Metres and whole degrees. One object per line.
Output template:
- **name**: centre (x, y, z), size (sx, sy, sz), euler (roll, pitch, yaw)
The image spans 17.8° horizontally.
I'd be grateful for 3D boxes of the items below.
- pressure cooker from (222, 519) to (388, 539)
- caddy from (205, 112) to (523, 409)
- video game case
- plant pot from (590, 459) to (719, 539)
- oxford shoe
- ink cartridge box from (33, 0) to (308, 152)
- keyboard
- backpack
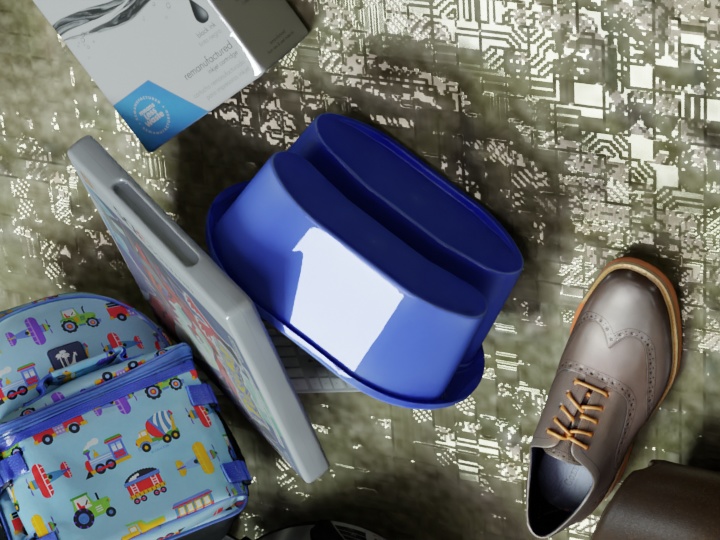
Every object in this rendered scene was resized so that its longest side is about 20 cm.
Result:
- **pressure cooker**: centre (-0.032, 0.261, 1.558), size (0.178, 0.200, 0.176), euler (-8, 97, 6)
- **caddy**: centre (0.000, 0.000, 1.416), size (0.200, 0.141, 0.105), euler (37, 125, 5)
- **video game case**: centre (-0.101, 0.027, 1.456), size (0.182, 0.023, 0.200), euler (44, 166, 35)
- **plant pot**: centre (0.246, 0.209, 1.385), size (0.198, 0.200, 0.200), euler (16, 124, 29)
- **oxford shoe**: centre (0.147, 0.084, 1.427), size (0.071, 0.073, 0.200), euler (22, 125, 16)
- **ink cartridge box**: centre (-0.141, -0.188, 1.427), size (0.116, 0.068, 0.200), euler (-32, 99, 37)
- **keyboard**: centre (-0.070, 0.060, 1.571), size (0.200, 0.011, 0.056), euler (-3, 116, 30)
- **backpack**: centre (-0.182, 0.100, 1.517), size (0.200, 0.182, 0.135), euler (68, 159, 14)
